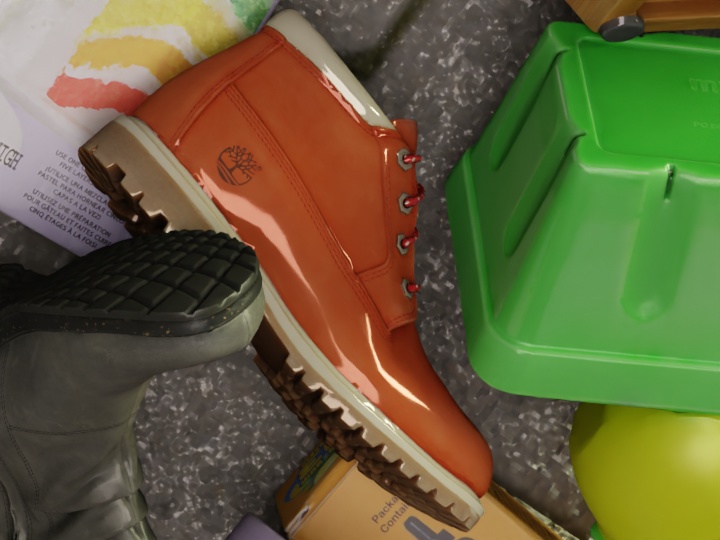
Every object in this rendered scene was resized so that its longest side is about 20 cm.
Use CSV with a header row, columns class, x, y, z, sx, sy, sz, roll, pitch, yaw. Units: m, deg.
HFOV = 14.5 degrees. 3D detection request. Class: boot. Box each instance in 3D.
class,x,y,z,sx,sy,sz,roll,pitch,yaw
boot,0.000,0.000,1.036,0.107,0.075,0.200,-40,98,-14
boot,-0.089,0.061,1.004,0.068,0.200,0.131,-32,107,-42

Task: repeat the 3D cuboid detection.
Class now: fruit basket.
class,x,y,z,sx,sy,sz,roll,pitch,yaw
fruit basket,0.132,0.024,1.069,0.215,0.156,0.216,-2,130,-3

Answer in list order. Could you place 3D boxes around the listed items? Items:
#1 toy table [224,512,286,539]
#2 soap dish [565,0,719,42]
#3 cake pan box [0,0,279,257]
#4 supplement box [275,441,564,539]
class,x,y,z,sx,sy,sz,roll,pitch,yaw
toy table,-0.006,0.195,1.078,0.200,0.184,0.117,40,84,-18
soap dish,0.160,-0.154,0.991,0.157,0.200,0.081,-4,70,-20
cake pan box,-0.131,-0.127,1.056,0.200,0.052,0.184,32,95,-12
supplement box,0.061,0.133,1.121,0.200,0.069,0.067,41,95,-14
